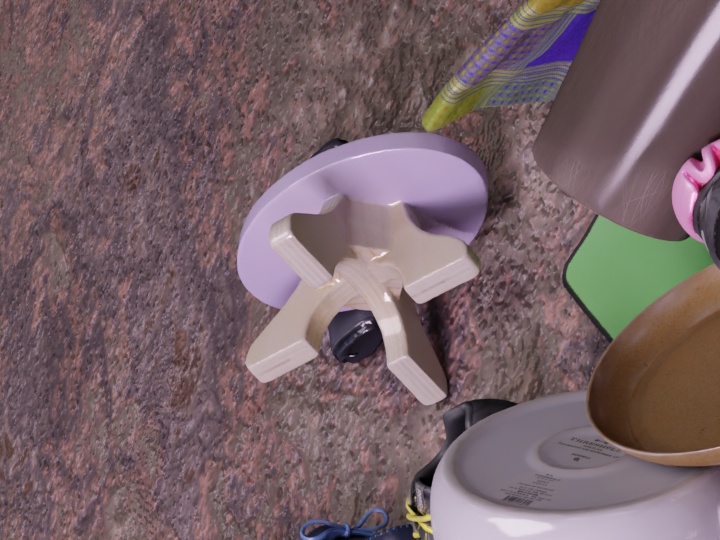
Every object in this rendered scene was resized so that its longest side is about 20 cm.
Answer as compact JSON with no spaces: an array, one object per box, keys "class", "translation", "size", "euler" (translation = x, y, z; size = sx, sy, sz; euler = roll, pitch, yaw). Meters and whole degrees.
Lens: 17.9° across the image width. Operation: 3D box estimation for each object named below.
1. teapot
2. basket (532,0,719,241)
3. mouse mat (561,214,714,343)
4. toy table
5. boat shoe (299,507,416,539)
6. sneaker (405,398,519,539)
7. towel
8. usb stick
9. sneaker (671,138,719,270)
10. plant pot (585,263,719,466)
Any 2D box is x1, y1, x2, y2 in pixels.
[{"class":"teapot","translation":[0.139,0.165,1.295],"size":[0.200,0.197,0.147],"euler":[-103,3,-71]},{"class":"basket","translation":[0.197,-0.130,1.370],"size":[0.180,0.136,0.200],"euler":[-94,30,-66]},{"class":"mouse mat","translation":[0.207,-0.037,1.433],"size":[0.200,0.008,0.161],"euler":[-60,33,18]},{"class":"toy table","translation":[0.000,0.000,1.596],"size":[0.200,0.184,0.117],"euler":[-39,29,30]},{"class":"boat shoe","translation":[-0.024,0.206,1.586],"size":[0.200,0.084,0.069],"euler":[-33,58,43]},{"class":"sneaker","translation":[0.058,0.170,1.476],"size":[0.074,0.084,0.201],"euler":[25,95,60]},{"class":"towel","translation":[0.138,-0.159,1.498],"size":[0.200,0.143,0.023],"euler":[-42,73,37]},{"class":"usb stick","translation":[-0.012,-0.017,1.746],"size":[0.055,0.033,0.200],"euler":[-47,38,35]},{"class":"sneaker","translation":[0.259,-0.070,1.278],"size":[0.200,0.079,0.096],"euler":[-52,23,25]},{"class":"plant pot","translation":[0.219,0.046,1.257],"size":[0.200,0.028,0.200],"euler":[-25,23,11]}]
